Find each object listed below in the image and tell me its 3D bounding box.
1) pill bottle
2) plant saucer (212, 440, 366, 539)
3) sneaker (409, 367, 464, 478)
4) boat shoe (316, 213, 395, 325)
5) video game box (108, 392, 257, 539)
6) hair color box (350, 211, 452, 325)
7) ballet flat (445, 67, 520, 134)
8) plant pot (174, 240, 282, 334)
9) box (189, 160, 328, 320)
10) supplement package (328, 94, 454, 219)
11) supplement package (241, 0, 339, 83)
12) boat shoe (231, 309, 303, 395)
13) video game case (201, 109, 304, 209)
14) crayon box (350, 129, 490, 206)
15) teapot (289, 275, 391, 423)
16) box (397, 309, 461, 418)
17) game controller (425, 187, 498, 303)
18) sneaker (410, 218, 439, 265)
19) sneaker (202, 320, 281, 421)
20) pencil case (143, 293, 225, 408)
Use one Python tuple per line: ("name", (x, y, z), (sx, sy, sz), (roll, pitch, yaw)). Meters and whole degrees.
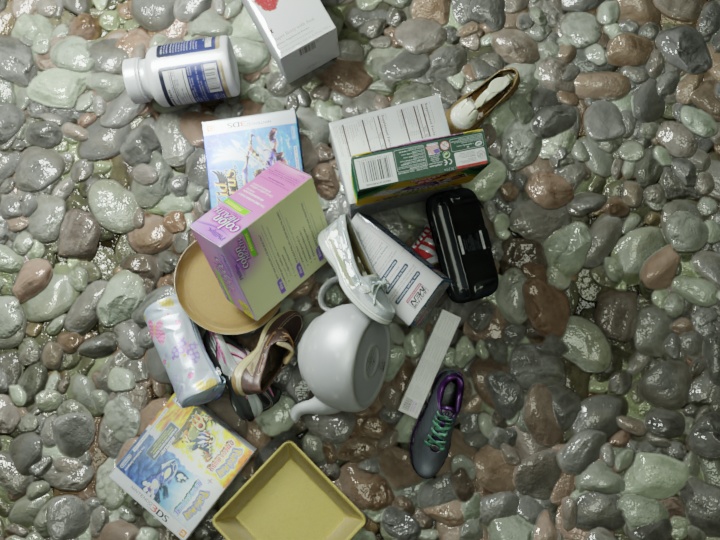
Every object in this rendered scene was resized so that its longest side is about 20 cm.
("pill bottle", (-0.333, -0.368, 1.299), (0.198, 0.111, 0.112), (-9, 83, 0))
("plant saucer", (-0.124, 0.438, 1.229), (0.200, 0.048, 0.200), (44, 85, 6))
("sneaker", (0.135, 0.270, 1.225), (0.074, 0.088, 0.202), (15, 83, 3))
("boat shoe", (0.000, -0.001, 1.160), (0.065, 0.074, 0.203), (-41, 65, 21))
("video game box", (-0.318, 0.346, 1.245), (0.182, 0.047, 0.200), (38, 85, 3))
("hair color box", (0.050, -0.003, 1.210), (0.200, 0.060, 0.100), (40, 102, 22))
("ballet flat", (0.223, -0.313, 1.303), (0.200, 0.072, 0.068), (-39, 85, -3))
("plant pot", (-0.237, 0.024, 1.264), (0.198, 0.028, 0.202), (5, 68, -13))
("box", (-0.159, -0.052, 1.190), (0.096, 0.177, 0.200), (28, 60, 38))
("supplement package", (0.059, -0.199, 1.251), (0.198, 0.152, 0.152), (-15, 85, -1))
("supplement package", (-0.140, -0.484, 1.305), (0.121, 0.120, 0.201), (-30, 83, -2))
("boat shoe", (-0.143, 0.142, 1.208), (0.072, 0.200, 0.073), (-3, 121, 33))
("video game case", (-0.197, -0.191, 1.309), (0.180, 0.045, 0.202), (-8, 83, 1))
("crayon box", (0.086, -0.156, 1.084), (0.198, 0.173, 0.059), (-12, 87, -1))
("teapot", (-0.042, 0.141, 1.209), (0.145, 0.200, 0.199), (10, 124, 24))
("box", (0.124, 0.169, 1.262), (0.041, 0.039, 0.201), (24, 84, 2))
("game controller", (0.183, -0.046, 1.235), (0.104, 0.042, 0.202), (-13, 88, -26))
("sneaker", (0.125, -0.065, 1.275), (0.199, 0.071, 0.113), (-25, 87, -10))
("sneaker", (-0.214, 0.174, 1.258), (0.086, 0.080, 0.201), (-17, 68, -39))
("pencil case", (-0.313, 0.142, 1.233), (0.091, 0.083, 0.201), (-40, 69, 28))
